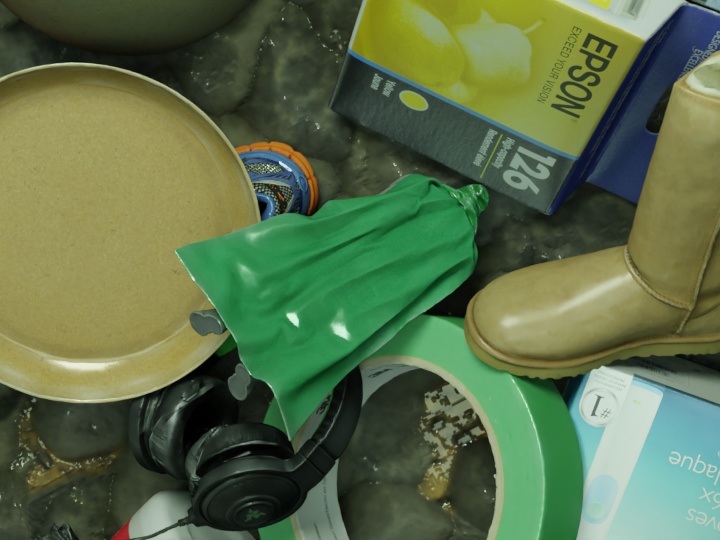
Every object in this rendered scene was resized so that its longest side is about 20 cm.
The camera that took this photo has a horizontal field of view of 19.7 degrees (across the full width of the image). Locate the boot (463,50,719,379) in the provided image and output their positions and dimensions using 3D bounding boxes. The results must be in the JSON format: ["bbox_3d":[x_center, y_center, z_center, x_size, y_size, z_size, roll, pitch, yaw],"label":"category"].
[{"bbox_3d":[0.154,-0.032,1.102,0.175,0.066,0.200,-8,143,-17],"label":"boot"}]

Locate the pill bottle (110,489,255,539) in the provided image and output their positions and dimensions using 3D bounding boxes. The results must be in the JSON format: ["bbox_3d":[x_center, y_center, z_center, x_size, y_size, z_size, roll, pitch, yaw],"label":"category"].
[{"bbox_3d":[-0.145,0.238,1.258,0.112,0.112,0.200,42,103,-4],"label":"pill bottle"}]

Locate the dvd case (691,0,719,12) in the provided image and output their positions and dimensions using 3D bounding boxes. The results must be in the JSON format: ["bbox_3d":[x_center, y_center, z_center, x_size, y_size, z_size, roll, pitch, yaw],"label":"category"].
[{"bbox_3d":[0.159,-0.225,1.086,0.200,0.018,0.143,22,104,0],"label":"dvd case"}]

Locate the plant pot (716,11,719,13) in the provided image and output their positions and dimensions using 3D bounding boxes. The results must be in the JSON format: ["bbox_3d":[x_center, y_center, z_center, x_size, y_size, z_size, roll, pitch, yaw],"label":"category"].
[{"bbox_3d":[0.278,-0.084,1.159,0.200,0.027,0.200,1,99,8],"label":"plant pot"}]

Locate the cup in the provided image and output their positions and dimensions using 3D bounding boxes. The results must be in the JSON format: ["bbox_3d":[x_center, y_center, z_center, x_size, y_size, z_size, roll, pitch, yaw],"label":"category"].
[{"bbox_3d":[-0.145,-0.211,1.144,0.200,0.143,0.201,1,103,6],"label":"cup"}]

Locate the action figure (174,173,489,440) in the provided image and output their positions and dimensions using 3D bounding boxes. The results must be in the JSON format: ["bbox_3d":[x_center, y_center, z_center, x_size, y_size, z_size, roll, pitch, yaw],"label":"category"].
[{"bbox_3d":[0.000,0.000,1.157,0.200,0.055,0.118,-30,92,-31],"label":"action figure"}]

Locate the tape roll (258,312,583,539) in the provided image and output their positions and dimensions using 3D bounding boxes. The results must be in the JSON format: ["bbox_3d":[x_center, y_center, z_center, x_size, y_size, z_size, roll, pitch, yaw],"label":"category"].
[{"bbox_3d":[0.030,0.124,1.198,0.200,0.048,0.201,-4,84,33],"label":"tape roll"}]

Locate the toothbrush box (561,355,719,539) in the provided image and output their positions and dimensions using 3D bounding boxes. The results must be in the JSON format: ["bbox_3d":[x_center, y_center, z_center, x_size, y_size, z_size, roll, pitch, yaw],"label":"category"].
[{"bbox_3d":[0.168,0.156,1.222,0.146,0.085,0.200,21,105,2],"label":"toothbrush box"}]

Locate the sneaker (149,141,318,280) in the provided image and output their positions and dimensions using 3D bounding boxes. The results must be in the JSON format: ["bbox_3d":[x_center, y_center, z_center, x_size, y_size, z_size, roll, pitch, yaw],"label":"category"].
[{"bbox_3d":[-0.123,-0.019,1.217,0.200,0.078,0.075,-26,98,11],"label":"sneaker"}]

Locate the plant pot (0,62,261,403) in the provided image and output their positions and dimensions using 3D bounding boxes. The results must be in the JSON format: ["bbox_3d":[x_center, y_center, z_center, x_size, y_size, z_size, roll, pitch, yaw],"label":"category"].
[{"bbox_3d":[-0.154,-0.022,1.156,0.200,0.027,0.200,-1,110,-1],"label":"plant pot"}]

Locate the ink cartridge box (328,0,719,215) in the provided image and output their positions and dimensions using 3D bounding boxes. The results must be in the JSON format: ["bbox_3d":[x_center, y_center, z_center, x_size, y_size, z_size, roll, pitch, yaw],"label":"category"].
[{"bbox_3d":[0.092,-0.105,1.125,0.200,0.198,0.047,27,62,3],"label":"ink cartridge box"}]

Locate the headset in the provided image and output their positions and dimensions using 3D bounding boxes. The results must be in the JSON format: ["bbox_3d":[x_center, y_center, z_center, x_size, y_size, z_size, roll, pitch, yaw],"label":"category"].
[{"bbox_3d":[-0.091,0.098,1.175,0.200,0.094,0.123,-48,51,-5],"label":"headset"}]
